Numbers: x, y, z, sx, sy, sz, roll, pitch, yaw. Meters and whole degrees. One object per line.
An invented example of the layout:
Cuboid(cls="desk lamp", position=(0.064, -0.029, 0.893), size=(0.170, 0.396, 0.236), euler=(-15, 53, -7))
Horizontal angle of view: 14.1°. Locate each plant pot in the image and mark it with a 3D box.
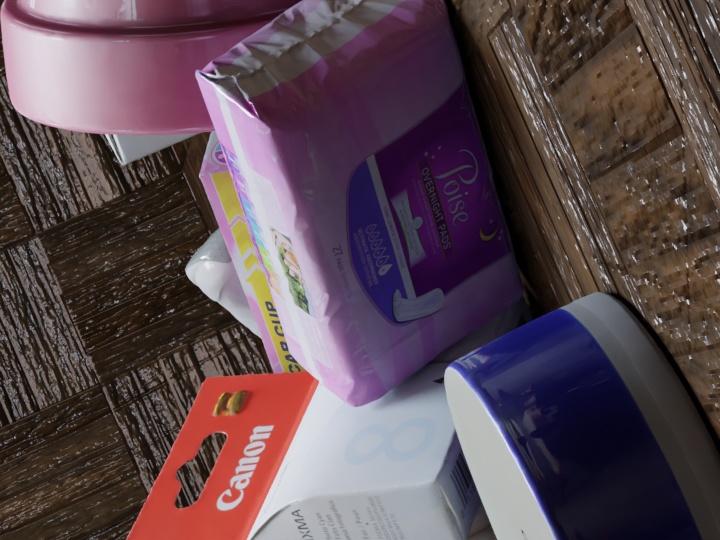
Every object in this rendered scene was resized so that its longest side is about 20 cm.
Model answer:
Cuboid(cls="plant pot", position=(-0.091, -0.181, 1.487), size=(0.200, 0.199, 0.180), euler=(-130, 33, -69))

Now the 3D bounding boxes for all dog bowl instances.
Cuboid(cls="dog bowl", position=(0.112, 0.115, 1.282), size=(0.200, 0.078, 0.201), euler=(156, 90, -84))

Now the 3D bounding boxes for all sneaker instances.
Cuboid(cls="sneaker", position=(-0.041, 0.010, 1.692), size=(0.080, 0.070, 0.200), euler=(48, -177, 17))

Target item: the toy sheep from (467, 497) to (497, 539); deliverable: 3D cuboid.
Cuboid(cls="toy sheep", position=(0.093, 0.174, 1.459), size=(0.138, 0.137, 0.201), euler=(79, 166, -64))

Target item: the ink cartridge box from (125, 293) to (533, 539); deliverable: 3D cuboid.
Cuboid(cls="ink cartridge box", position=(-0.022, 0.080, 1.488), size=(0.160, 0.199, 0.047), euler=(-66, -38, -49))

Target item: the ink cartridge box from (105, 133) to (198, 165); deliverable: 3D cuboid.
Cuboid(cls="ink cartridge box", position=(-0.140, -0.185, 2.005), size=(0.086, 0.147, 0.200), euler=(72, 172, -48))

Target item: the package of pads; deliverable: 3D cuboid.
Cuboid(cls="package of pads", position=(0.003, -0.044, 1.421), size=(0.076, 0.120, 0.201), euler=(38, 155, 45))

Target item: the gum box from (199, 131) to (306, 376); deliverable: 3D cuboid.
Cuboid(cls="gum box", position=(0.000, 0.000, 1.580), size=(0.066, 0.113, 0.201), euler=(-77, -26, -51))
